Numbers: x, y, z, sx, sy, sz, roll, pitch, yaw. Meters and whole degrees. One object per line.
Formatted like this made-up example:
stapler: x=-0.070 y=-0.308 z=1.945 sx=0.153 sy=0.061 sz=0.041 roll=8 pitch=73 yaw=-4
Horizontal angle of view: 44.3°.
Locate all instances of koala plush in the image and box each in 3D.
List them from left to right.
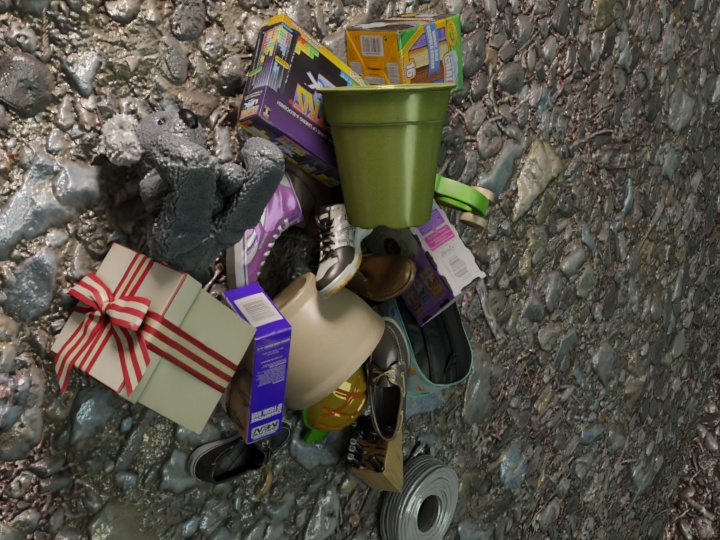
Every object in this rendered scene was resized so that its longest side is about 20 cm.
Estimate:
koala plush: x=-0.228 y=-0.125 z=1.109 sx=0.175 sy=0.200 sz=0.186 roll=-7 pitch=136 yaw=-47

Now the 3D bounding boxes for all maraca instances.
maraca: x=-0.046 y=0.218 z=1.479 sx=0.135 sy=0.107 sz=0.203 roll=-24 pitch=144 yaw=-28

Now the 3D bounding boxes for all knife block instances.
knife block: x=0.023 y=0.343 z=1.570 sx=0.176 sy=0.062 sz=0.205 roll=-47 pitch=138 yaw=-62

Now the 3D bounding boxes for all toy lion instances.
toy lion: x=0.110 y=-0.140 z=1.477 sx=0.191 sy=0.196 sz=0.070 roll=27 pitch=81 yaw=-66

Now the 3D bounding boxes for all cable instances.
cable: x=0.121 y=0.473 z=1.765 sx=0.200 sy=0.068 sz=0.203 roll=-44 pitch=131 yaw=-31

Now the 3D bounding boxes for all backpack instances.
backpack: x=0.100 y=0.118 z=1.542 sx=0.174 sy=0.153 sz=0.203 roll=-10 pitch=70 yaw=-48

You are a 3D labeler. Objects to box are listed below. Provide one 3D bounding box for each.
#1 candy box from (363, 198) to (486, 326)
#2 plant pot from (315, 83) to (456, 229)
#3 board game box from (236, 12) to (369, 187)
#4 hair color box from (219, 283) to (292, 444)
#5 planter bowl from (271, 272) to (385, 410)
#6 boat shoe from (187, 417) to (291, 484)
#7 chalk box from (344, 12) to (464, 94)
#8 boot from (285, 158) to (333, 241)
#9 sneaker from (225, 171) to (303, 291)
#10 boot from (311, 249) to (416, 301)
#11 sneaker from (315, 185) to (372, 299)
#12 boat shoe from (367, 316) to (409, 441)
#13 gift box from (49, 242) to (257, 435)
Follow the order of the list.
candy box: x=0.090 y=-0.033 z=1.404 sx=0.071 sy=0.168 sz=0.202 roll=-30 pitch=83 yaw=-23
plant pot: x=0.039 y=-0.162 z=1.246 sx=0.198 sy=0.197 sz=0.195 roll=-15 pitch=108 yaw=-44
board game box: x=-0.077 y=-0.243 z=1.286 sx=0.198 sy=0.056 sz=0.169 roll=30 pitch=61 yaw=-42
hair color box: x=-0.156 y=0.135 z=1.272 sx=0.064 sy=0.109 sz=0.203 roll=-16 pitch=132 yaw=-29
planter bowl: x=-0.078 y=0.092 z=1.355 sx=0.135 sy=0.199 sz=0.201 roll=49 pitch=62 yaw=-13
boat shoe: x=-0.173 y=0.282 z=1.378 sx=0.198 sy=0.065 sz=0.072 roll=-10 pitch=109 yaw=-46
chalk box: x=0.087 y=-0.345 z=1.435 sx=0.198 sy=0.123 sz=0.127 roll=-25 pitch=120 yaw=-40
boot: x=-0.054 y=-0.125 z=1.390 sx=0.199 sy=0.069 sz=0.150 roll=26 pitch=76 yaw=-54
sneaker: x=-0.136 y=-0.046 z=1.285 sx=0.112 sy=0.073 sz=0.206 roll=0 pitch=104 yaw=-21
boot: x=0.000 y=0.000 z=1.387 sx=0.075 sy=0.197 sz=0.075 roll=30 pitch=71 yaw=-42
sneaker: x=-0.040 y=-0.048 z=1.309 sx=0.088 sy=0.075 sz=0.202 roll=43 pitch=43 yaw=-23
boat shoe: x=0.043 y=0.178 z=1.441 sx=0.060 sy=0.070 sz=0.205 roll=-67 pitch=156 yaw=-68
gift box: x=-0.269 y=0.097 z=1.126 sx=0.187 sy=0.182 sz=0.203 roll=44 pitch=65 yaw=-47
